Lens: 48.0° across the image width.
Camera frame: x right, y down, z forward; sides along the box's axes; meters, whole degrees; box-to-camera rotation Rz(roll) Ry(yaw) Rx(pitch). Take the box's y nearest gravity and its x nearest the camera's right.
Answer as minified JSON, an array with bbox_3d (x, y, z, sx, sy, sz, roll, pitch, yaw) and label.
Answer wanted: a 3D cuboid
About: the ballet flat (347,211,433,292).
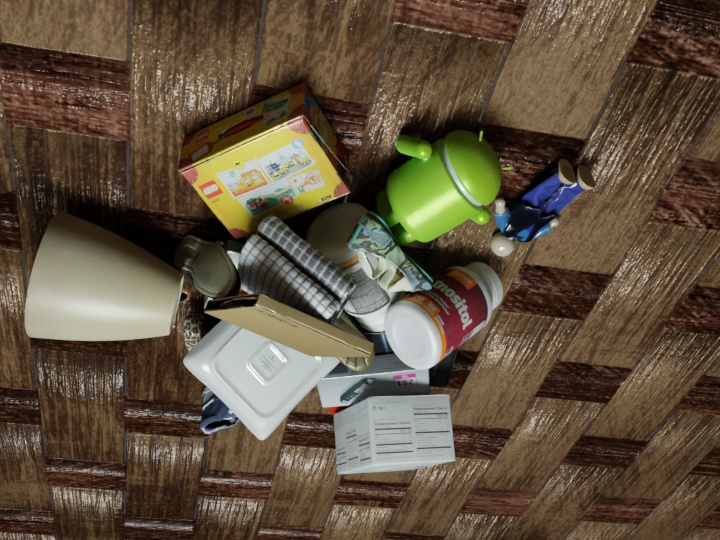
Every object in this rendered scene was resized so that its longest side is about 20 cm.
[{"bbox_3d":[0.040,-0.009,1.183,0.073,0.075,0.200,-24,138,20],"label":"ballet flat"}]

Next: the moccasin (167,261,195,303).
[{"bbox_3d":[-0.355,0.048,1.328,0.197,0.079,0.074,-14,139,18],"label":"moccasin"}]

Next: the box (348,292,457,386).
[{"bbox_3d":[0.068,0.124,1.435,0.195,0.087,0.166,2,137,-6],"label":"box"}]

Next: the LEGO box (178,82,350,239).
[{"bbox_3d":[-0.131,-0.149,1.140,0.196,0.078,0.150,-20,134,17],"label":"LEGO box"}]

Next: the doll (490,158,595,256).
[{"bbox_3d":[0.265,-0.091,1.250,0.134,0.049,0.200,10,142,-28],"label":"doll"}]

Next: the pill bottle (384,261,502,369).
[{"bbox_3d":[0.139,0.064,1.297,0.199,0.113,0.114,-31,154,-38],"label":"pill bottle"}]

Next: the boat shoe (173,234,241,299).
[{"bbox_3d":[-0.219,0.000,1.224,0.067,0.199,0.073,34,88,-34],"label":"boat shoe"}]

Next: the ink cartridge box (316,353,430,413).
[{"bbox_3d":[0.027,0.216,1.437,0.195,0.044,0.175,-6,137,3],"label":"ink cartridge box"}]

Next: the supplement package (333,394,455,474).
[{"bbox_3d":[0.055,0.291,1.425,0.152,0.113,0.200,1,163,-19],"label":"supplement package"}]

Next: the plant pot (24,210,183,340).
[{"bbox_3d":[-0.373,0.029,1.214,0.196,0.190,0.189,14,135,-9],"label":"plant pot"}]

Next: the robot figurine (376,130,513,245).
[{"bbox_3d":[0.116,-0.120,1.160,0.198,0.117,0.175,-32,125,26],"label":"robot figurine"}]

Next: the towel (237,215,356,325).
[{"bbox_3d":[-0.093,0.015,1.186,0.164,0.086,0.200,36,162,2],"label":"towel"}]

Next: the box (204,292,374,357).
[{"bbox_3d":[-0.103,0.081,1.144,0.198,0.022,0.162,26,160,-32],"label":"box"}]

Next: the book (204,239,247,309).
[{"bbox_3d":[-0.147,0.027,1.349,0.196,0.049,0.134,15,132,-21],"label":"book"}]

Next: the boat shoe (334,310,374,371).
[{"bbox_3d":[-0.057,0.081,1.312,0.201,0.066,0.072,45,88,-1],"label":"boat shoe"}]

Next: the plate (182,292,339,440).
[{"bbox_3d":[-0.152,0.146,1.312,0.200,0.032,0.200,-44,109,-9],"label":"plate"}]

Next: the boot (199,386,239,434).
[{"bbox_3d":[-0.219,0.244,1.537,0.197,0.092,0.073,-26,133,22],"label":"boot"}]

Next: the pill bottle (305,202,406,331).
[{"bbox_3d":[0.000,0.000,1.277,0.114,0.118,0.201,-17,135,14],"label":"pill bottle"}]

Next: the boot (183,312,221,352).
[{"bbox_3d":[-0.222,0.129,1.420,0.147,0.075,0.201,7,161,3],"label":"boot"}]
